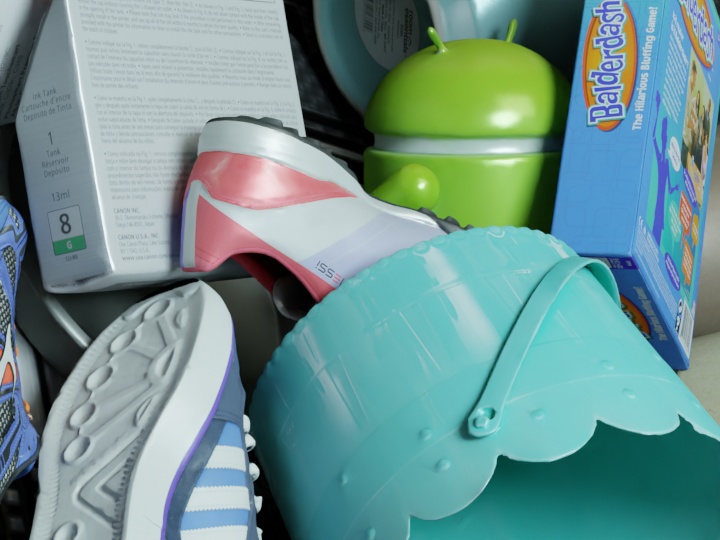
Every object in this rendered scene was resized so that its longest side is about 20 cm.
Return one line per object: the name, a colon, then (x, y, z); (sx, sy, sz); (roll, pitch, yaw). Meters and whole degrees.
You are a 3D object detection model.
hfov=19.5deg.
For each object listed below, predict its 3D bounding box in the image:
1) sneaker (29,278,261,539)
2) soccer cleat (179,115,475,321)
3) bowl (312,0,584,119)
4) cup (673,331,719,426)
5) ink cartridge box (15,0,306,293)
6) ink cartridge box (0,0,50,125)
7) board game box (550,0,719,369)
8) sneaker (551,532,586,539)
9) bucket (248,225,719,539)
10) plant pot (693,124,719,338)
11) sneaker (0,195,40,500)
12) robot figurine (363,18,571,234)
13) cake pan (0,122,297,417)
sneaker: (-0.066, 0.118, 0.883); (0.147, 0.080, 0.200); (52, 33, -33)
soccer cleat: (0.000, 0.000, 0.947); (0.200, 0.068, 0.073); (28, 73, -37)
bowl: (0.047, -0.147, 1.188); (0.105, 0.201, 0.201); (-20, 72, -34)
cup: (0.221, 0.108, 1.143); (0.143, 0.200, 0.200); (17, 41, -4)
ink cartridge box: (-0.091, -0.094, 0.947); (0.161, 0.050, 0.200); (-5, 82, -56)
ink cartridge box: (-0.186, -0.142, 0.961); (0.146, 0.084, 0.200); (39, 31, 19)
board game box: (0.146, -0.069, 1.080); (0.152, 0.045, 0.200); (53, 44, -59)
sneaker: (0.132, 0.138, 1.021); (0.200, 0.074, 0.087); (-41, 76, -12)
bucket: (0.056, 0.088, 0.925); (0.207, 0.207, 0.135); (10, 39, -42)
plant pot: (0.223, -0.011, 1.255); (0.174, 0.200, 0.200); (-4, 59, -31)
sneaker: (-0.168, 0.054, 0.854); (0.078, 0.075, 0.200); (38, 44, -31)
robot figurine: (0.059, -0.028, 1.082); (0.175, 0.116, 0.200); (-13, 105, -54)
cake pan: (-0.097, -0.005, 1.004); (0.200, 0.037, 0.200); (28, 40, -27)
